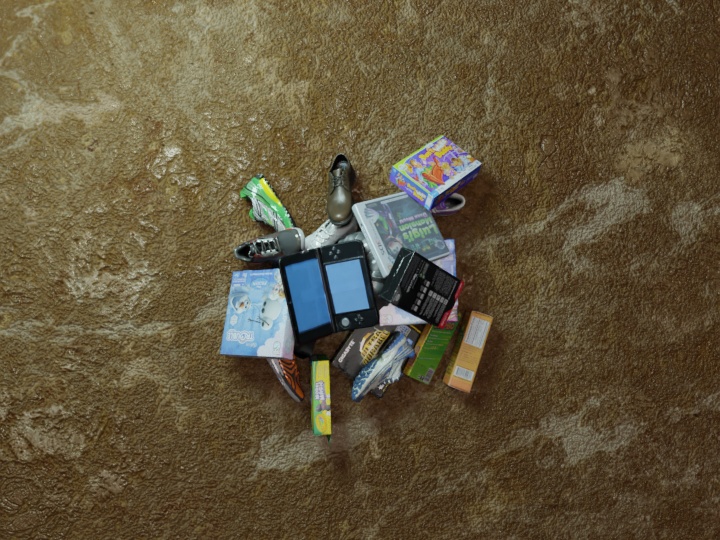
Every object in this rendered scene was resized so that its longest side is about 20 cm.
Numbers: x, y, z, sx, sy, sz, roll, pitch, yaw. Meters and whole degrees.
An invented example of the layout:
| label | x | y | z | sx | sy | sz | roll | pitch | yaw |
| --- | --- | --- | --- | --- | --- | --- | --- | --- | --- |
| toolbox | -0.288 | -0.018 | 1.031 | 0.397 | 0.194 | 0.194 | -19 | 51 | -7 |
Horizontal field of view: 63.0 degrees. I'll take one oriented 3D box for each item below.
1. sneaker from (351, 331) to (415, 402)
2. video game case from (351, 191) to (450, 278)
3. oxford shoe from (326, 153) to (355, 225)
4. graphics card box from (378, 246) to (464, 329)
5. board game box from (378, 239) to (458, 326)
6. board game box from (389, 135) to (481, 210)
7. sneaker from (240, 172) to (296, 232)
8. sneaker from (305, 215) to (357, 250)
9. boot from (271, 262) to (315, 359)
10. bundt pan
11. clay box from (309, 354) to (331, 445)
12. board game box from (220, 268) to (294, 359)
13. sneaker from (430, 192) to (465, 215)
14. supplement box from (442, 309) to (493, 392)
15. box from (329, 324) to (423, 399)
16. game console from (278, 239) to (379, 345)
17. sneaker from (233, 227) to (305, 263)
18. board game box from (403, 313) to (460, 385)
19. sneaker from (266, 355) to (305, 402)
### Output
| label | x | y | z | sx | sy | sz | roll | pitch | yaw |
| --- | --- | --- | --- | --- | --- | --- | --- | --- | --- |
| sneaker | 0.060 | 0.250 | 1.429 | 0.085 | 0.077 | 0.200 | 42 | 84 | -10 |
| video game case | 0.098 | -0.092 | 1.374 | 0.198 | 0.023 | 0.184 | -17 | 77 | -32 |
| oxford shoe | -0.054 | -0.197 | 1.410 | 0.071 | 0.085 | 0.203 | -8 | 56 | 9 |
| graphics card box | 0.143 | 0.043 | 1.340 | 0.199 | 0.051 | 0.127 | 27 | 89 | -41 |
| board game box | 0.137 | 0.029 | 1.439 | 0.195 | 0.043 | 0.204 | -3 | 89 | -2 |
| board game box | 0.185 | -0.243 | 1.443 | 0.134 | 0.045 | 0.199 | 40 | 54 | 20 |
| sneaker | -0.219 | -0.133 | 1.442 | 0.085 | 0.078 | 0.201 | -35 | 86 | 0 |
| sneaker | -0.088 | -0.085 | 1.430 | 0.074 | 0.087 | 0.200 | 44 | 70 | 11 |
| boot | -0.166 | 0.091 | 1.413 | 0.163 | 0.066 | 0.203 | 22 | 67 | -8 |
| bundt pan | 0.000 | 0.000 | 1.403 | 0.075 | 0.200 | 0.206 | -1 | 90 | -48 |
| clay box | -0.099 | 0.313 | 1.431 | 0.047 | 0.115 | 0.204 | -1 | 89 | -8 |
| board game box | -0.230 | 0.100 | 1.364 | 0.198 | 0.043 | 0.203 | -4 | 74 | 35 |
| sneaker | 0.165 | -0.167 | 1.474 | 0.197 | 0.114 | 0.074 | -10 | 93 | -7 |
| supplement box | 0.276 | 0.205 | 1.514 | 0.068 | 0.067 | 0.203 | 21 | 86 | -5 |
| box | 0.041 | 0.196 | 1.487 | 0.159 | 0.049 | 0.201 | 37 | 84 | -9 |
| game console | -0.067 | 0.048 | 1.306 | 0.170 | 0.119 | 0.203 | -10 | 96 | 19 |
| sneaker | -0.218 | -0.049 | 1.380 | 0.198 | 0.081 | 0.078 | -15 | 87 | 33 |
| board game box | 0.185 | 0.185 | 1.495 | 0.095 | 0.030 | 0.202 | 31 | 86 | -44 |
| sneaker | -0.166 | 0.217 | 1.440 | 0.111 | 0.077 | 0.202 | -32 | 100 | -13 |
